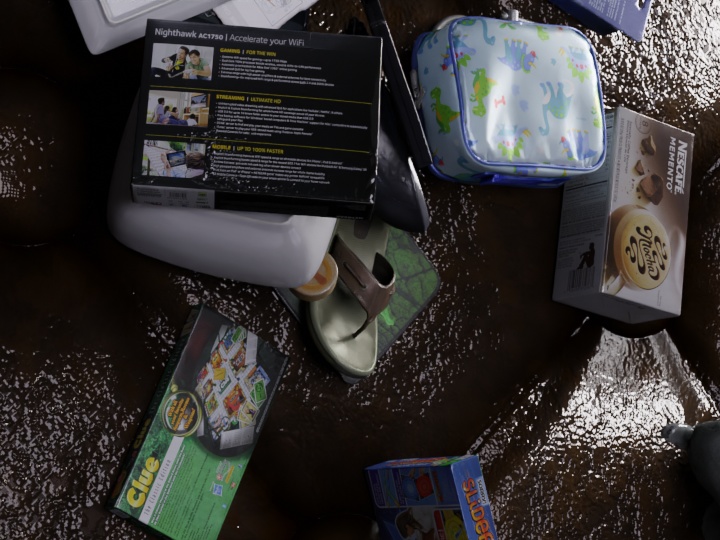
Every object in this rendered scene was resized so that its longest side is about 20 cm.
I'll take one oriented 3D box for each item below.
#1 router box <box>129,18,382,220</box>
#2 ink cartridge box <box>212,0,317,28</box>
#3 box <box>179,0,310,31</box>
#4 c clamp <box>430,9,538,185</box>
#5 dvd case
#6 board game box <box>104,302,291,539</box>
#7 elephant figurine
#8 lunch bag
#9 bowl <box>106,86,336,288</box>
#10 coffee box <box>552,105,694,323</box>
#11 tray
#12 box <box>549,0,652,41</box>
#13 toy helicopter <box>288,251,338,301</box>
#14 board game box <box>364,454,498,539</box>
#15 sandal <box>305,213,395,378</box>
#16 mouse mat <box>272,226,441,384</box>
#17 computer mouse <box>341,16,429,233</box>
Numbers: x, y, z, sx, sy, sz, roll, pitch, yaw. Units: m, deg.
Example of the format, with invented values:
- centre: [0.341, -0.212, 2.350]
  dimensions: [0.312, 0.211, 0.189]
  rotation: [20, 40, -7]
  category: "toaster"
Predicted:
- centre: [-0.084, -0.124, 1.469]
  dimensions: [0.200, 0.051, 0.149]
  rotation: [5, 73, -4]
  category: "router box"
- centre: [-0.079, -0.315, 1.606]
  dimensions: [0.200, 0.050, 0.161]
  rotation: [-40, 106, -13]
  category: "ink cartridge box"
- centre: [-0.135, -0.283, 1.607]
  dimensions: [0.200, 0.046, 0.159]
  rotation: [17, 74, -32]
  category: "box"
- centre: [0.136, -0.177, 1.799]
  dimensions: [0.171, 0.027, 0.200]
  rotation: [15, 74, -34]
  category: "c clamp"
- centre: [0.027, -0.193, 1.621]
  dimensions: [0.018, 0.200, 0.143]
  rotation: [-18, 116, 3]
  category: "dvd case"
- centre: [-0.139, 0.140, 1.552]
  dimensions: [0.105, 0.023, 0.200]
  rotation: [36, 63, -29]
  category: "board game box"
- centre: [0.425, 0.254, 1.870]
  dimensions: [0.141, 0.155, 0.200]
  rotation: [18, 62, -56]
  category: "elephant figurine"
- centre: [0.145, -0.159, 1.736]
  dimensions: [0.200, 0.082, 0.161]
  rotation: [-1, 78, -38]
  category: "lunch bag"
- centre: [-0.109, -0.100, 1.526]
  dimensions: [0.200, 0.075, 0.200]
  rotation: [14, 74, 0]
  category: "bowl"
- centre: [0.274, -0.057, 1.847]
  dimensions: [0.113, 0.080, 0.200]
  rotation: [17, 74, -32]
  category: "coffee box"
- centre: [-0.161, -0.270, 1.530]
  dimensions: [0.200, 0.022, 0.108]
  rotation: [-26, 102, -24]
  category: "tray"
- centre: [0.232, -0.333, 1.890]
  dimensions: [0.200, 0.032, 0.121]
  rotation: [27, 68, -28]
  category: "box"
- centre: [-0.072, -0.065, 1.589]
  dimensions: [0.132, 0.079, 0.200]
  rotation: [-11, 69, -11]
  category: "toy helicopter"
- centre: [0.076, 0.271, 1.619]
  dimensions: [0.034, 0.135, 0.200]
  rotation: [-15, 92, -36]
  category: "board game box"
- centre: [-0.001, -0.001, 1.644]
  dimensions: [0.080, 0.057, 0.201]
  rotation: [18, 71, -35]
  category: "sandal"
- centre: [-0.018, -0.013, 1.675]
  dimensions: [0.200, 0.008, 0.161]
  rotation: [53, 57, -17]
  category: "mouse mat"
- centre: [0.007, -0.123, 1.631]
  dimensions: [0.053, 0.138, 0.200]
  rotation: [-19, 87, -4]
  category: "computer mouse"
